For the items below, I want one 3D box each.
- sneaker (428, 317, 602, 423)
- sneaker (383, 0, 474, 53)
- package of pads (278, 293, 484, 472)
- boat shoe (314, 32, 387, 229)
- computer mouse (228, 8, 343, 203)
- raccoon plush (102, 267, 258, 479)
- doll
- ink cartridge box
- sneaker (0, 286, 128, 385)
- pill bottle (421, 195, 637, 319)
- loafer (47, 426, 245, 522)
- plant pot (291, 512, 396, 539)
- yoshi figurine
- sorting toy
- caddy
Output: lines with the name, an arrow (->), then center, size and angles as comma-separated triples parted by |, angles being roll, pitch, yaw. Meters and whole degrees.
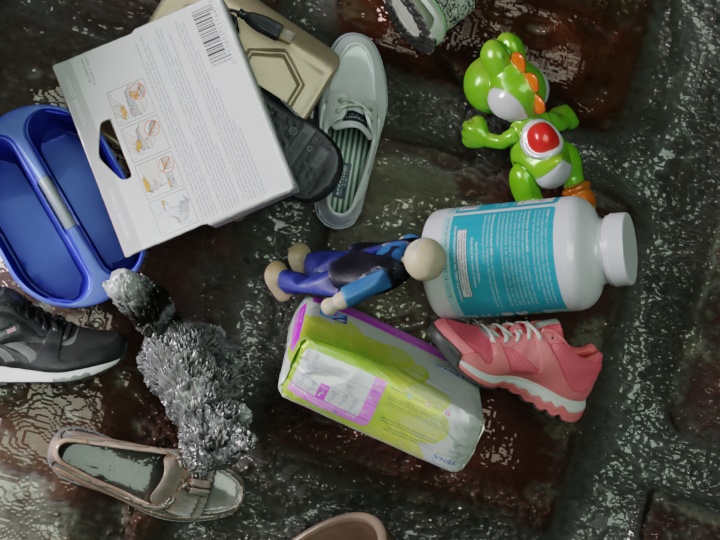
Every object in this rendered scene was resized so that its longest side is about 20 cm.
sneaker -> 0.156, 0.076, 1.512 | 0.199, 0.074, 0.087 | 24, 106, -27
sneaker -> 0.049, -0.326, 1.564 | 0.088, 0.077, 0.201 | -31, 96, -23
package of pads -> 0.022, 0.105, 1.470 | 0.198, 0.155, 0.069 | 24, 106, -6
boat shoe -> -0.006, -0.143, 1.533 | 0.073, 0.067, 0.203 | 3, 85, -8
computer mouse -> -0.087, -0.164, 1.491 | 0.199, 0.046, 0.141 | 31, 92, 6
raccoon plush -> -0.177, 0.107, 1.430 | 0.097, 0.134, 0.199 | -42, 122, 17
doll -> 0.000, 0.000, 1.454 | 0.136, 0.199, 0.049 | -42, 117, -43
ink cartridge box -> -0.175, -0.135, 1.452 | 0.175, 0.045, 0.202 | -22, 86, 3
sneaker -> -0.322, 0.059, 1.454 | 0.198, 0.076, 0.089 | -3, 105, -9
pill bottle -> 0.166, -0.013, 1.488 | 0.198, 0.111, 0.112 | -5, 85, 22
loafer -> -0.207, 0.200, 1.477 | 0.198, 0.063, 0.073 | 16, 83, -7
plant pot -> -0.010, 0.362, 1.445 | 0.200, 0.200, 0.175 | -40, 109, -9
yoshi figurine -> 0.164, -0.144, 1.561 | 0.111, 0.112, 0.202 | -13, 104, 30
sorting toy -> -0.145, -0.179, 1.525 | 0.184, 0.036, 0.201 | 32, 88, -5
caddy -> -0.289, -0.059, 1.464 | 0.141, 0.105, 0.201 | -31, 90, -11
